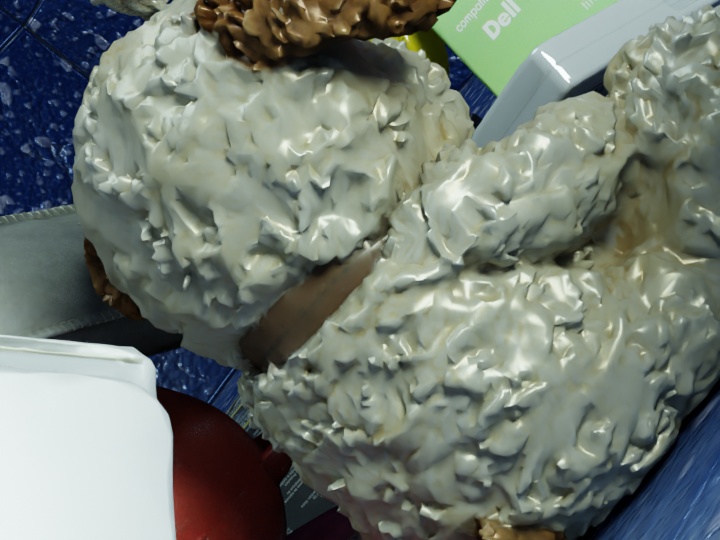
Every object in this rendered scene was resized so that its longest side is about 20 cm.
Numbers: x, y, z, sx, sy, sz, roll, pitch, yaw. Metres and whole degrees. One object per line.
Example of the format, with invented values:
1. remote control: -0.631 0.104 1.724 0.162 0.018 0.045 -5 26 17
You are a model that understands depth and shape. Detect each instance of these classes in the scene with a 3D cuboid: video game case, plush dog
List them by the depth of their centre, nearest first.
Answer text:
1. plush dog: 0.000 0.000 0.696 0.200 0.172 0.161 -48 5 46
2. video game case: 0.090 -0.055 0.842 0.200 0.018 0.143 -31 -17 -40

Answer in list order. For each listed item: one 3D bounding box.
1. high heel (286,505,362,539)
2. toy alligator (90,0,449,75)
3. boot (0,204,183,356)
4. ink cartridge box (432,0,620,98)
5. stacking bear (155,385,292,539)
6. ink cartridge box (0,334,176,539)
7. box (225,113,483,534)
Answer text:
1. high heel: -0.055 0.112 0.885 0.067 0.096 0.200 -9 -34 -35
2. toy alligator: -0.020 -0.051 0.782 0.059 0.054 0.200 -22 -11 21
3. boot: -0.088 0.004 0.863 0.200 0.073 0.182 -23 8 -37
4. ink cartridge box: 0.023 -0.143 0.848 0.067 0.200 0.117 -47 -13 21
5. stacking bear: -0.105 0.092 0.829 0.200 0.114 0.121 -23 14 41
6. ink cartridge box: -0.110 0.115 0.544 0.200 0.083 0.146 134 137 -53
7. box: -0.010 0.043 1.010 0.200 0.049 0.161 -50 2 16
